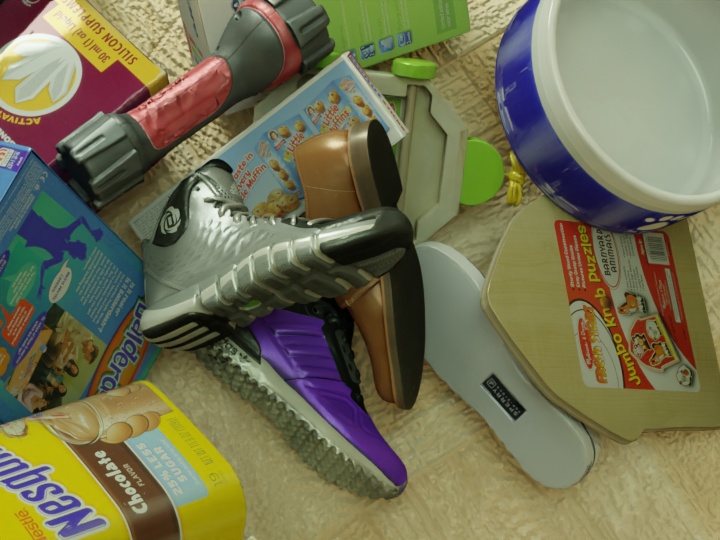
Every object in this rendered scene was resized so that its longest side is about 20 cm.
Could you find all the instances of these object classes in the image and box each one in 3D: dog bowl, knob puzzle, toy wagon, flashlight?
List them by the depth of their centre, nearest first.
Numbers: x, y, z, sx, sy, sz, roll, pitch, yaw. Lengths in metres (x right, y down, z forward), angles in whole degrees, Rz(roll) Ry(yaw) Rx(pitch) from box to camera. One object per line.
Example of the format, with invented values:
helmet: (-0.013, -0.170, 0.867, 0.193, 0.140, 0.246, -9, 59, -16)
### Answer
flashlight: (-0.111, -0.120, 1.190, 0.200, 0.068, 0.068, -37, 117, -20)
knob puzzle: (0.163, 0.029, 1.268, 0.219, 0.030, 0.221, 14, 62, -28)
dog bowl: (0.198, -0.131, 1.282, 0.199, 0.079, 0.201, 9, 70, -25)
toy wagon: (0.020, -0.075, 1.282, 0.199, 0.040, 0.156, 5, 102, -5)

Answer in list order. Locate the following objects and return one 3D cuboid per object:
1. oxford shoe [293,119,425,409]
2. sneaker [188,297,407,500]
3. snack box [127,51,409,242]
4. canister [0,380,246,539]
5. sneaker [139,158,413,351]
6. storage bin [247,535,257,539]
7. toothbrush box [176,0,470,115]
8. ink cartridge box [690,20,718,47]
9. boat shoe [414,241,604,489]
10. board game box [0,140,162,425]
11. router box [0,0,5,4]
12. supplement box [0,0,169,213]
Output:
oxford shoe: (0.000, 0.000, 1.224, 0.071, 0.071, 0.201, -9, 100, 19)
sneaker: (-0.028, 0.068, 1.245, 0.200, 0.070, 0.100, 43, 68, 3)
snack box: (-0.066, -0.065, 1.252, 0.200, 0.024, 0.072, -36, 93, 15)
canister: (-0.189, 0.151, 1.106, 0.199, 0.087, 0.148, -17, 43, -37)
sneaker: (-0.066, -0.032, 1.177, 0.199, 0.075, 0.116, -21, 64, 18)
storage bin: (-0.064, 0.314, 1.155, 0.200, 0.094, 0.199, 42, 74, 7)
toothbrush box: (-0.032, -0.221, 1.288, 0.199, 0.146, 0.086, -21, 38, -12)
ink cartridge box: (0.289, -0.251, 1.390, 0.160, 0.047, 0.200, -42, 84, -15)
boat shoe: (0.104, 0.061, 1.268, 0.200, 0.070, 0.071, 50, 119, 8)
board game box: (-0.213, 0.033, 1.178, 0.045, 0.200, 0.153, 14, 66, 36)
router box: (-0.280, -0.213, 1.266, 0.062, 0.150, 0.200, 40, 74, 5)
supplement box: (-0.243, -0.092, 1.248, 0.131, 0.103, 0.200, 42, 73, 18)
